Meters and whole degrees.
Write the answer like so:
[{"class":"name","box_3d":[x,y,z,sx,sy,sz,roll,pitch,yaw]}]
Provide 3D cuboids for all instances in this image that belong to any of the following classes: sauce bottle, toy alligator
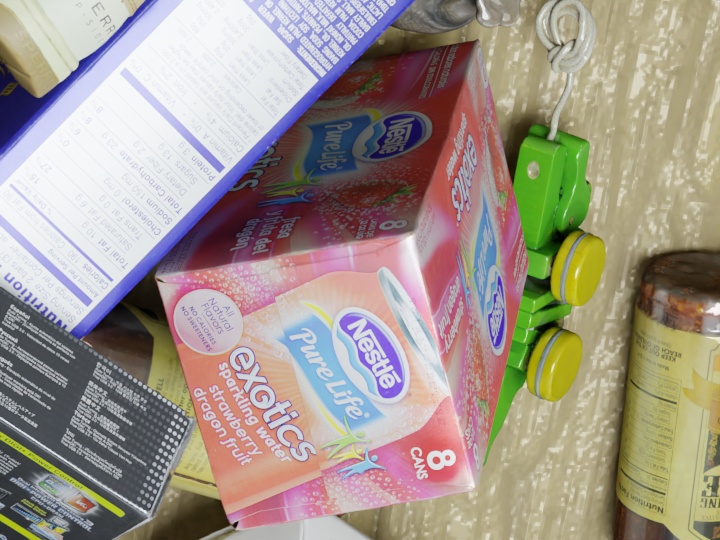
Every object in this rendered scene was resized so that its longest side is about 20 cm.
[{"class":"sauce bottle","box_3d":[-0.090,0.046,1.066,0.199,0.066,0.066,20,101,-27]},{"class":"toy alligator","box_3d":[0.075,-0.016,1.125,0.054,0.059,0.201,-16,121,-62]},{"class":"sauce bottle","box_3d":[0.143,0.095,1.183,0.066,0.066,0.201,-5,112,-19]}]

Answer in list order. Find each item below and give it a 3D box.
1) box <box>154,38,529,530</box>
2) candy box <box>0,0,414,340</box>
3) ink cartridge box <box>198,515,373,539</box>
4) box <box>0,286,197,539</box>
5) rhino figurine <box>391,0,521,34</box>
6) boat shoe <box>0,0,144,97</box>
[{"class":"box","box_3d":[0.000,0.000,1.003,0.094,0.200,0.103,-9,111,13]},{"class":"candy box","box_3d":[-0.079,-0.082,0.973,0.200,0.169,0.077,-45,114,0]},{"class":"ink cartridge box","box_3d":[0.006,0.202,1.095,0.084,0.147,0.200,-25,137,30]},{"class":"box","box_3d":[-0.179,0.038,0.929,0.200,0.160,0.044,35,53,-17]},{"class":"rhino figurine","box_3d":[0.031,-0.121,1.046,0.199,0.087,0.060,-28,109,-10]},{"class":"boat shoe","box_3d":[-0.122,-0.139,0.923,0.066,0.200,0.074,-31,143,-1]}]
